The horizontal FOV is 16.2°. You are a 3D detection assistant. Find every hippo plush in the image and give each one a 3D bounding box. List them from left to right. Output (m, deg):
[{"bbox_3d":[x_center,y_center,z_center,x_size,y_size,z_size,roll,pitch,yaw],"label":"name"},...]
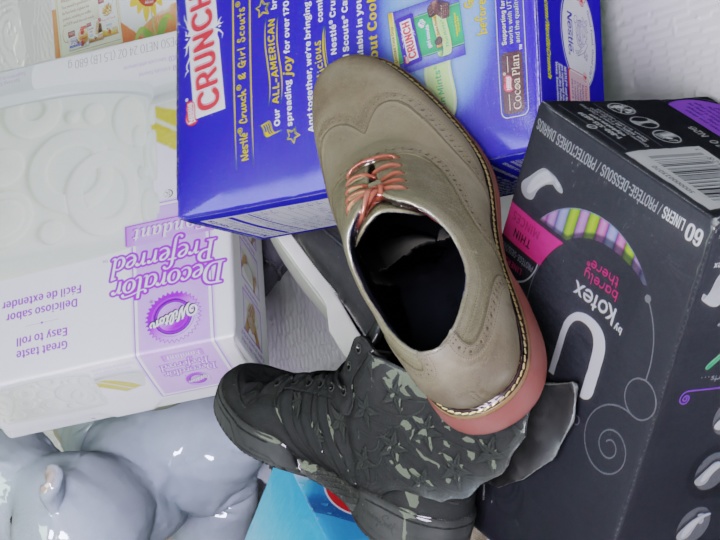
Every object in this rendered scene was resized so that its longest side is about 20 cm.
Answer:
[{"bbox_3d":[-0.131,0.134,1.382,0.200,0.161,0.160,18,130,33],"label":"hippo plush"}]

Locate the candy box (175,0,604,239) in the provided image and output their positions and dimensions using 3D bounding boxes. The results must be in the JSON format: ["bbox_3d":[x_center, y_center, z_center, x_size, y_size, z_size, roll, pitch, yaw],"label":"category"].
[{"bbox_3d":[0.011,-0.113,1.196,0.200,0.077,0.169,-9,75,30],"label":"candy box"}]

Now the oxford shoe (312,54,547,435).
[{"bbox_3d":[0.021,-0.028,1.071,0.070,0.075,0.200,-33,53,9],"label":"oxford shoe"}]

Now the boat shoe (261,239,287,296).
[{"bbox_3d":[-0.101,-0.039,1.412,0.063,0.073,0.200,-39,45,-4],"label":"boat shoe"}]

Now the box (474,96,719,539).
[{"bbox_3d":[0.126,0.037,1.111,0.122,0.106,0.200,39,124,44],"label":"box"}]

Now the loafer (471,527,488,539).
[{"bbox_3d":[0.048,0.138,1.255,0.076,0.067,0.200,23,112,49],"label":"loafer"}]

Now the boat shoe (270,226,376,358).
[{"bbox_3d":[0.000,0.000,1.262,0.200,0.060,0.074,56,179,46],"label":"boat shoe"}]

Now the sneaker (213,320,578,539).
[{"bbox_3d":[0.010,0.058,1.136,0.200,0.060,0.104,33,121,42],"label":"sneaker"}]

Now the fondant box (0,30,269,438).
[{"bbox_3d":[-0.128,-0.023,1.326,0.144,0.058,0.200,-12,58,11],"label":"fondant box"}]

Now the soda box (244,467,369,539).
[{"bbox_3d":[-0.027,0.175,1.255,0.068,0.064,0.200,61,144,38],"label":"soda box"}]

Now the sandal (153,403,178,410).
[{"bbox_3d":[-0.150,0.013,1.381,0.201,0.080,0.057,50,173,34],"label":"sandal"}]

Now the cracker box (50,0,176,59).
[{"bbox_3d":[-0.125,-0.217,1.449,0.134,0.058,0.200,-2,93,51],"label":"cracker box"}]
